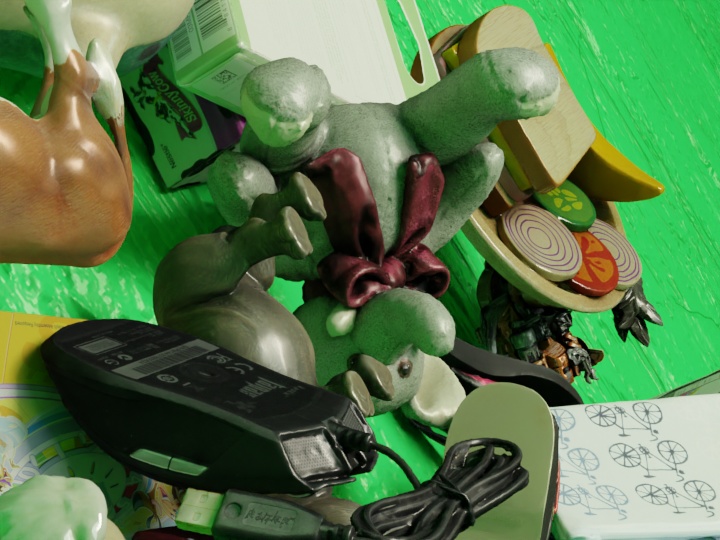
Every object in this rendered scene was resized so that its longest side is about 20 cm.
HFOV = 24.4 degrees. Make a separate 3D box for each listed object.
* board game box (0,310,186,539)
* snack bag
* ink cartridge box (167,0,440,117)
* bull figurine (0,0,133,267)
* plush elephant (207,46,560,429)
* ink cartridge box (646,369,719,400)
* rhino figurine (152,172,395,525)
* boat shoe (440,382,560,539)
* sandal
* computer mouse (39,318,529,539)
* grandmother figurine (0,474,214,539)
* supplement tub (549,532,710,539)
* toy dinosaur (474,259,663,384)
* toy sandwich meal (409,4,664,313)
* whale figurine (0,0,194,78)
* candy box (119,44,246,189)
[{"bbox_3d":[-0.118,0.086,0.660,0.199,0.034,0.136,10,57,-60],"label":"board game box"},{"bbox_3d":[0.181,0.138,0.874,0.186,0.022,0.201,0,37,-28],"label":"snack bag"},{"bbox_3d":[-0.032,-0.138,0.885,0.199,0.048,0.147,22,46,-53],"label":"ink cartridge box"},{"bbox_3d":[-0.163,-0.049,0.612,0.199,0.065,0.123,1,87,-52],"label":"bull figurine"},{"bbox_3d":[0.000,0.000,0.817,0.163,0.200,0.157,-5,71,-31],"label":"plush elephant"},{"bbox_3d":[0.226,0.122,1.081,0.086,0.199,0.147,62,25,0],"label":"ink cartridge box"},{"bbox_3d":[-0.031,0.064,0.703,0.060,0.087,0.202,17,50,-64],"label":"rhino figurine"},{"bbox_3d":[0.053,0.158,0.812,0.063,0.073,0.204,66,39,-67],"label":"boat shoe"},{"bbox_3d":[0.059,0.077,0.965,0.199,0.075,0.045,26,39,-41],"label":"sandal"},{"bbox_3d":[-0.047,0.074,0.608,0.140,0.198,0.047,-28,132,-66],"label":"computer mouse"},{"bbox_3d":[-0.046,0.130,0.594,0.198,0.061,0.121,28,6,-20],"label":"grandmother figurine"},{"bbox_3d":[0.149,0.196,0.927,0.146,0.144,0.201,52,27,-19],"label":"supplement tub"},{"bbox_3d":[0.123,0.020,1.093,0.135,0.101,0.203,5,98,-49],"label":"toy dinosaur"},{"bbox_3d":[0.113,-0.071,1.025,0.204,0.070,0.207,32,38,-29],"label":"toy sandwich meal"},{"bbox_3d":[-0.165,-0.131,0.738,0.199,0.104,0.160,-26,73,-42],"label":"whale figurine"},{"bbox_3d":[-0.068,-0.127,0.934,0.138,0.061,0.200,63,26,4],"label":"candy box"}]
